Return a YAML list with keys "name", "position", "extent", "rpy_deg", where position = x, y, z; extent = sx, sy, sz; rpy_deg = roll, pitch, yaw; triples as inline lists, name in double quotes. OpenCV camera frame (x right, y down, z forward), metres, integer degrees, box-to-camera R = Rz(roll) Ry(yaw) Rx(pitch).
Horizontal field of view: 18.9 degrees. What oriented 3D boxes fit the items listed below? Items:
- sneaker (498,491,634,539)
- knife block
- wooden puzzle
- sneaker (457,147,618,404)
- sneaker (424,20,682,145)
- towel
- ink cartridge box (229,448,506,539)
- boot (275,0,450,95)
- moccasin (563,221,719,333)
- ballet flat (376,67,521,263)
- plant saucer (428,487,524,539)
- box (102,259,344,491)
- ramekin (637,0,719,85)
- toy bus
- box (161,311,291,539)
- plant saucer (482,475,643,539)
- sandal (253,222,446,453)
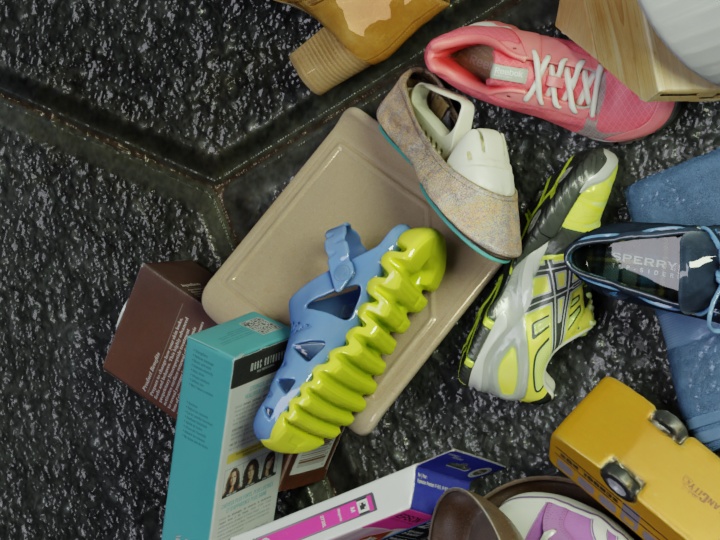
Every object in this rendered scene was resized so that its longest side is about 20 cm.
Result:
- name: "sneaker"
  position: [0.155, 0.223, 1.503]
  extent: [0.200, 0.114, 0.073]
  rpy_deg: [32, 111, 29]
- name: "knife block"
  position: [0.196, -0.229, 1.480]
  extent: [0.200, 0.064, 0.177]
  rpy_deg: [-128, 41, -53]
- name: "wooden puzzle"
  position: [0.000, 0.000, 1.655]
  extent: [0.185, 0.037, 0.200]
  rpy_deg: [36, 88, 27]
- name: "sneaker"
  position: [0.143, 0.004, 1.579]
  extent: [0.076, 0.075, 0.201]
  rpy_deg: [25, 105, -4]
- name: "sneaker"
  position: [0.133, -0.133, 1.557]
  extent: [0.199, 0.087, 0.074]
  rpy_deg: [15, 101, 32]
- name: "towel"
  position: [0.257, 0.020, 1.507]
  extent: [0.111, 0.048, 0.201]
  rpy_deg: [-19, 83, 32]
- name: "ink cartridge box"
  position: [0.008, 0.188, 1.630]
  extent: [0.199, 0.095, 0.037]
  rpy_deg: [-26, 67, 21]
- name: "boot"
  position: [-0.022, -0.251, 1.672]
  extent: [0.144, 0.071, 0.202]
  rpy_deg: [-36, 76, 23]
- name: "moccasin"
  position: [0.229, 0.008, 1.454]
  extent: [0.199, 0.068, 0.081]
  rpy_deg: [0, 93, 34]
- name: "ballet flat"
  position: [0.070, -0.086, 1.580]
  extent: [0.067, 0.068, 0.200]
  rpy_deg: [-61, 42, 23]
- name: "plant saucer"
  position: [0.095, 0.251, 1.537]
  extent: [0.200, 0.032, 0.202]
  rpy_deg: [171, 90, -73]
- name: "box"
  position: [-0.103, 0.082, 1.732]
  extent: [0.200, 0.075, 0.101]
  rpy_deg: [32, 110, 26]
- name: "ramekin"
  position: [0.253, -0.217, 1.413]
  extent: [0.097, 0.200, 0.202]
  rpy_deg: [-20, 81, 40]
- name: "toy bus"
  position: [0.225, 0.162, 1.503]
  extent: [0.200, 0.078, 0.065]
  rpy_deg: [39, 71, 19]
- name: "box"
  position: [-0.100, 0.138, 1.638]
  extent: [0.049, 0.082, 0.201]
  rpy_deg: [23, 115, 31]
- name: "plant saucer"
  position: [0.150, 0.250, 1.596]
  extent: [0.199, 0.037, 0.202]
  rpy_deg: [1, 93, 33]
- name: "sandal"
  position: [-0.020, 0.043, 1.591]
  extent: [0.087, 0.080, 0.200]
  rpy_deg: [28, 76, 29]
